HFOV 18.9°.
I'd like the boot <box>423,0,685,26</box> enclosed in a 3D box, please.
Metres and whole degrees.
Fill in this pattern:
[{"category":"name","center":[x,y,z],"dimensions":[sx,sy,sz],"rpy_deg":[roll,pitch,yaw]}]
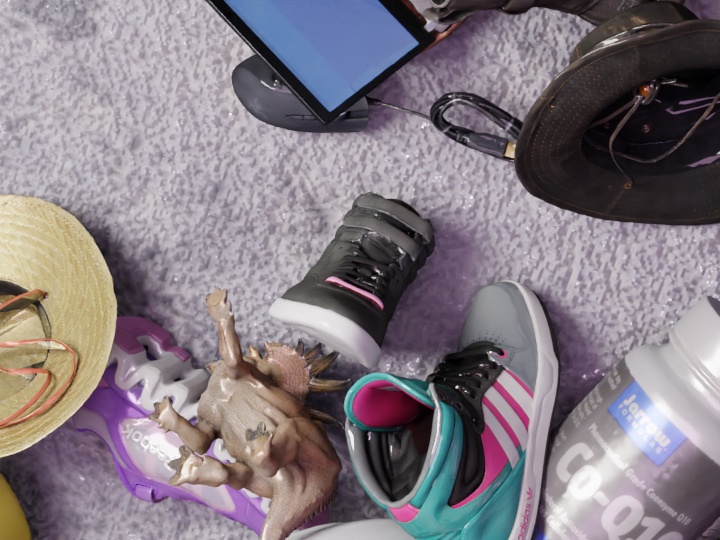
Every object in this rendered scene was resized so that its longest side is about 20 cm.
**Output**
[{"category":"boot","center":[0.131,-0.226,1.256],"dimensions":[0.069,0.174,0.201],"rpy_deg":[33,110,52]}]

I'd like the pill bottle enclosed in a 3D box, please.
[{"category":"pill bottle","center":[0.176,0.118,1.316],"dimensions":[0.114,0.114,0.200],"rpy_deg":[43,103,4]}]

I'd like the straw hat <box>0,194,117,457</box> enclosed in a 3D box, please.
[{"category":"straw hat","center":[-0.236,0.056,1.407],"dimensions":[0.200,0.085,0.202],"rpy_deg":[-7,59,12]}]

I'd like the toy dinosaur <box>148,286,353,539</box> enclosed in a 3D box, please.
[{"category":"toy dinosaur","center":[-0.051,0.099,1.318],"dimensions":[0.086,0.135,0.200],"rpy_deg":[-41,49,20]}]

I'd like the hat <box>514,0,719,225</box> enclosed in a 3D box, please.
[{"category":"hat","center":[0.183,-0.108,1.291],"dimensions":[0.200,0.201,0.081],"rpy_deg":[-22,53,14]}]

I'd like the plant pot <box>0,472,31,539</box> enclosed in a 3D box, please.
[{"category":"plant pot","center":[-0.339,0.209,1.376],"dimensions":[0.200,0.189,0.201],"rpy_deg":[9,116,19]}]

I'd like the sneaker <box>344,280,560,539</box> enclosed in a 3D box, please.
[{"category":"sneaker","center":[0.049,0.076,1.297],"dimensions":[0.084,0.121,0.200],"rpy_deg":[-24,47,40]}]

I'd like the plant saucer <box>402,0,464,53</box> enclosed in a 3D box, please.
[{"category":"plant saucer","center":[-0.004,-0.227,1.356],"dimensions":[0.200,0.032,0.201],"rpy_deg":[2,98,13]}]

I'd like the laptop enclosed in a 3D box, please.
[{"category":"laptop","center":[-0.001,-0.221,1.288],"dimensions":[0.200,0.103,0.177],"rpy_deg":[-44,87,14]}]

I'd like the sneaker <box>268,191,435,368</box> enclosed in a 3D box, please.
[{"category":"sneaker","center":[0.000,0.000,1.305],"dimensions":[0.071,0.200,0.099],"rpy_deg":[30,92,0]}]

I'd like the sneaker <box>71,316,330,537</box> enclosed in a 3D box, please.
[{"category":"sneaker","center":[-0.109,0.122,1.403],"dimensions":[0.200,0.080,0.089],"rpy_deg":[41,109,11]}]

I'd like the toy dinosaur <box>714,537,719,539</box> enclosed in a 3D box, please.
[{"category":"toy dinosaur","center":[0.265,0.145,1.309],"dimensions":[0.200,0.101,0.058],"rpy_deg":[-33,106,13]}]

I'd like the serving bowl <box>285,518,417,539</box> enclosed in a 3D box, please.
[{"category":"serving bowl","center":[-0.028,0.205,1.342],"dimensions":[0.200,0.200,0.066],"rpy_deg":[-28,67,14]}]

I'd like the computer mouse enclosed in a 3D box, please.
[{"category":"computer mouse","center":[0.012,-0.095,1.352],"dimensions":[0.199,0.034,0.059],"rpy_deg":[13,140,12]}]
